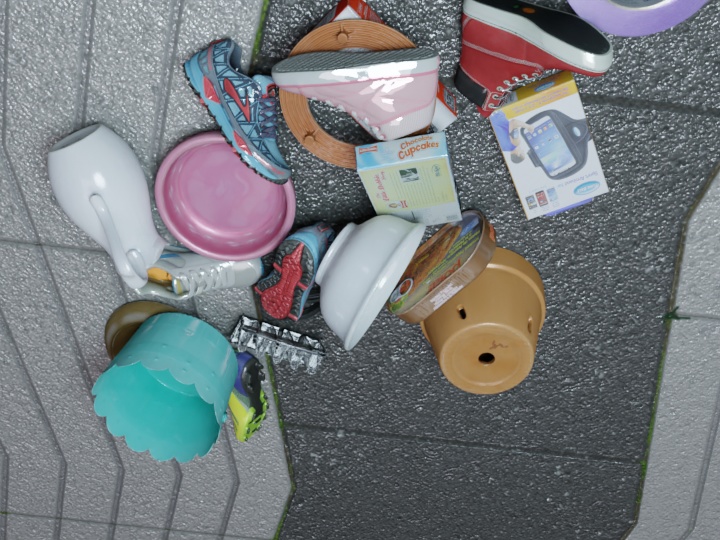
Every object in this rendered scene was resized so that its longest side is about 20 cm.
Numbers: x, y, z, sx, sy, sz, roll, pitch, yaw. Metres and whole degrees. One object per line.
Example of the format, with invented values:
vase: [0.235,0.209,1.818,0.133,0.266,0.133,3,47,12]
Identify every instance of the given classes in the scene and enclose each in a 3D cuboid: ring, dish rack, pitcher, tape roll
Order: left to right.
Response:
pitcher: [-0.336,-0.083,1.137,0.120,0.172,0.202,-25,114,-3]
dish rack: [-0.122,0.113,1.275,0.151,0.200,0.056,17,89,-8]
ring: [-0.004,-0.212,1.050,0.196,0.019,0.203,3,127,4]
tape roll: [0.318,-0.375,0.958,0.196,0.066,0.203,1,127,2]

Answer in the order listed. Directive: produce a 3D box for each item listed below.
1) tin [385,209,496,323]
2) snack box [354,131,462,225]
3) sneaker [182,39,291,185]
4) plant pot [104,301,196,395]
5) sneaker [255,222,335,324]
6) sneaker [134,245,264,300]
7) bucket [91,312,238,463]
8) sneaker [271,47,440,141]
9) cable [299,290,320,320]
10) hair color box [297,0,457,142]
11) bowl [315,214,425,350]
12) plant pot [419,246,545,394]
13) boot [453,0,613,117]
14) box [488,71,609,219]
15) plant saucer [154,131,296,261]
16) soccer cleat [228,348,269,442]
tin: [0.115,-0.002,1.213,0.042,0.113,0.200,36,121,-22]
snack box: [0.069,-0.112,1.120,0.114,0.038,0.200,-8,159,9]
sneaker: [-0.139,-0.204,1.070,0.095,0.079,0.201,-35,91,8]
plant pot: [-0.329,0.139,1.379,0.196,0.028,0.203,6,125,9]
sneaker: [-0.085,0.004,1.236,0.079,0.096,0.200,42,141,4]
sneaker: [-0.242,0.007,1.261,0.196,0.081,0.078,-1,125,2]
bucket: [-0.289,0.176,1.293,0.203,0.136,0.210,7,127,10]
sneaker: [-0.004,-0.201,0.998,0.196,0.076,0.106,-2,122,2]
cable: [-0.032,0.024,1.295,0.097,0.051,0.199,35,132,-22]
hair color box: [0.022,-0.242,1.074,0.101,0.062,0.200,-36,115,26]
bowl: [0.000,0.000,1.144,0.090,0.201,0.203,31,125,8]
plant pot: [0.181,0.086,1.257,0.196,0.141,0.203,2,127,3]
boot: [0.202,-0.238,1.020,0.198,0.072,0.146,31,135,29]
box: [0.256,-0.156,1.137,0.117,0.042,0.202,-19,121,16]
plant saucer: [-0.187,-0.108,1.190,0.196,0.051,0.203,2,124,3]
soccer cleat: [-0.203,0.208,1.430,0.083,0.065,0.202,25,135,22]
